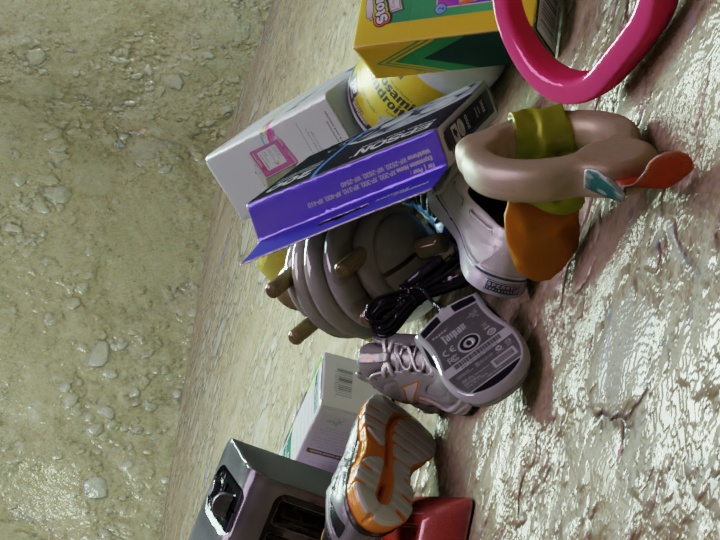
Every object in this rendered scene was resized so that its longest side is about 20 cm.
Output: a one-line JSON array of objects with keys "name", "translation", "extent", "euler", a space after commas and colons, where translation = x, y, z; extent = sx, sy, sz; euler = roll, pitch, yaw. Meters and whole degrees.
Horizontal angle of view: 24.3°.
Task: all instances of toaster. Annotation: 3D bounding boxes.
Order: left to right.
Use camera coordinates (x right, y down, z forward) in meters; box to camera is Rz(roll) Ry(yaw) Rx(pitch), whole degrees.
[{"name": "toaster", "translation": [-0.066, 0.280, 1.577], "extent": [0.119, 0.200, 0.181], "euler": [-139, 71, -75]}]

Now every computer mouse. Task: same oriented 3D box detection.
[{"name": "computer mouse", "translation": [0.081, 0.057, 1.336], "extent": [0.110, 0.044, 0.200], "euler": [-35, 34, 0]}]

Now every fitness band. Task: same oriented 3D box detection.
[{"name": "fitness band", "translation": [0.153, -0.204, 1.195], "extent": [0.144, 0.037, 0.200], "euler": [54, 150, 13]}]

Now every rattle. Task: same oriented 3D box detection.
[{"name": "rattle", "translation": [0.152, -0.033, 1.135], "extent": [0.200, 0.130, 0.143], "euler": [26, 115, 52]}]

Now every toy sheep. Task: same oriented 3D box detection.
[{"name": "toy sheep", "translation": [0.000, 0.000, 1.499], "extent": [0.200, 0.138, 0.138], "euler": [-10, 61, 40]}]

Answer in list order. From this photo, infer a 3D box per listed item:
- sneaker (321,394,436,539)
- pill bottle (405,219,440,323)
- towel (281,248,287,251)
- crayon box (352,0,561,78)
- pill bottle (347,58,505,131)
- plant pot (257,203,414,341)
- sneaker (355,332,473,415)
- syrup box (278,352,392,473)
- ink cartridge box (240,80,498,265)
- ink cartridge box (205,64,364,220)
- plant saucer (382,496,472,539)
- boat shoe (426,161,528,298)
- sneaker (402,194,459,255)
[{"name": "sneaker", "translation": [0.009, 0.177, 1.460], "extent": [0.077, 0.078, 0.200], "euler": [-51, 4, 27]}, {"name": "pill bottle", "translation": [0.017, -0.012, 1.682], "extent": [0.200, 0.111, 0.111], "euler": [-140, 65, -79]}, {"name": "towel", "translation": [0.001, -0.097, 1.746], "extent": [0.200, 0.023, 0.153], "euler": [-43, 6, -40]}, {"name": "crayon box", "translation": [0.093, -0.276, 1.479], "extent": [0.058, 0.172, 0.200], "euler": [43, -130, -53]}, {"name": "pill bottle", "translation": [0.073, -0.203, 1.607], "extent": [0.200, 0.112, 0.112], "euler": [138, 145, -59]}, {"name": "plant pot", "translation": [-0.036, -0.033, 1.894], "extent": [0.200, 0.142, 0.200], "euler": [-166, 90, -79]}, {"name": "sneaker", "translation": [0.047, 0.085, 1.453], "extent": [0.200, 0.092, 0.076], "euler": [139, 143, -71]}, {"name": "syrup box", "translation": [-0.033, 0.188, 1.768], "extent": [0.079, 0.081, 0.200], "euler": [-87, 16, -48]}, {"name": "ink cartridge box", "translation": [0.004, -0.087, 1.446], "extent": [0.198, 0.043, 0.200], "euler": [-21, 14, 27]}, {"name": "ink cartridge box", "translation": [-0.046, -0.145, 1.774], "extent": [0.200, 0.085, 0.145], "euler": [-21, 14, 43]}, {"name": "plant saucer", "translation": [0.034, 0.287, 1.419], "extent": [0.200, 0.037, 0.200], "euler": [150, 133, -75]}, {"name": "boat shoe", "translation": [0.106, -0.063, 1.387], "extent": [0.202, 0.075, 0.086], "euler": [-101, 26, -61]}, {"name": "sneaker", "translation": [0.068, -0.070, 1.551], "extent": [0.200, 0.089, 0.079], "euler": [-107, 32, -66]}]
